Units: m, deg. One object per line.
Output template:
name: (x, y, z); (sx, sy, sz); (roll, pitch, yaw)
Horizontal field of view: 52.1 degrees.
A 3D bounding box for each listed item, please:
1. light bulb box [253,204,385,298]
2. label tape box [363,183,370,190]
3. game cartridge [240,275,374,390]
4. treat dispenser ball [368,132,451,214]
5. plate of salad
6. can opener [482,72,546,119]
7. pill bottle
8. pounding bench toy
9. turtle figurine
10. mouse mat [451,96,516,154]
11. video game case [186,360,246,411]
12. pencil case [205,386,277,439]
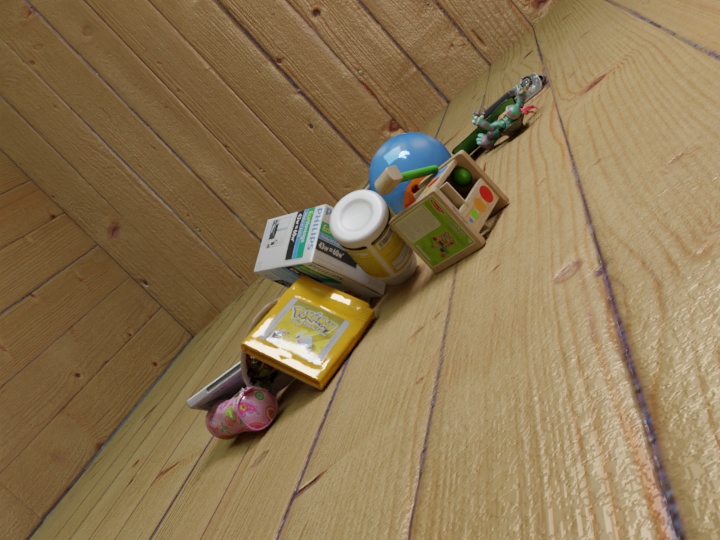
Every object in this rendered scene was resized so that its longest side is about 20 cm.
light bulb box: (-0.073, -0.028, 1.503); (0.199, 0.198, 0.126); (-8, 63, 49)
label tape box: (0.035, -0.128, 1.841); (0.200, 0.144, 0.063); (-39, 11, 27)
game cartridge: (-0.092, 0.106, 1.351); (0.200, 0.175, 0.033); (-52, -26, -35)
treat dispenser ball: (0.118, -0.212, 1.677); (0.201, 0.201, 0.201); (-43, 10, 9)
plate of salad: (-0.154, 0.150, 1.436); (0.048, 0.201, 0.200); (17, 53, 34)
can opener: (0.413, -0.453, 1.975); (0.067, 0.054, 0.200); (-8, -21, -44)
pill bottle: (0.032, -0.053, 1.365); (0.112, 0.200, 0.113); (-12, 59, 20)
pounding bench toy: (0.134, -0.133, 1.281); (0.124, 0.200, 0.156); (-34, 14, 47)
turtle figurine: (0.331, -0.356, 1.710); (0.149, 0.101, 0.200); (-28, -10, -9)
mouse mat: (0.318, -0.357, 1.870); (0.200, 0.008, 0.161); (-43, -12, 13)
video game case: (-0.246, 0.233, 1.531); (0.182, 0.022, 0.200); (-36, -17, 1)
pencil case: (-0.231, 0.275, 1.420); (0.088, 0.087, 0.200); (-50, 10, -33)
